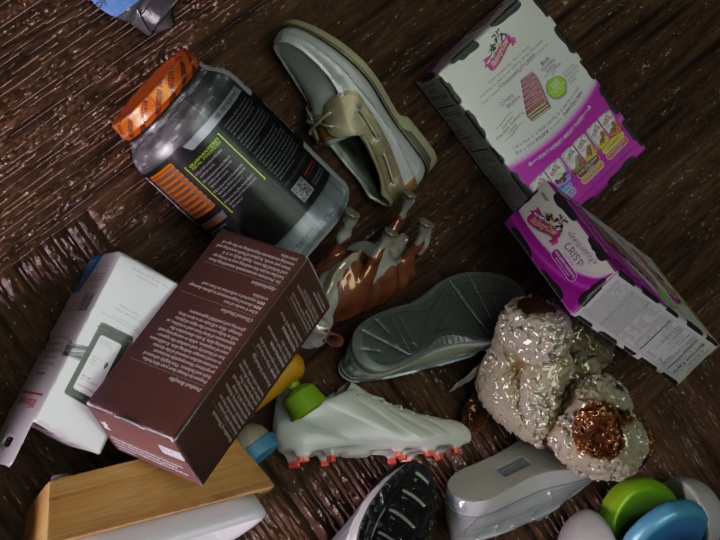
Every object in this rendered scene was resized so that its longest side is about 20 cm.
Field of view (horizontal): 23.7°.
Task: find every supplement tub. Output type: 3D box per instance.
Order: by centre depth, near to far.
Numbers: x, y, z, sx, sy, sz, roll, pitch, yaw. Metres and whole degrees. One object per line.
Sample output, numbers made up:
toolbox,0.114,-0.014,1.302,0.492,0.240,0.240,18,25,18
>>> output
supplement tub,-0.117,-0.096,1.528,0.200,0.122,0.123,44,73,-16

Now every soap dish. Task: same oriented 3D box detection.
soap dish,-0.190,0.209,1.474,0.199,0.157,0.082,-12,76,-23

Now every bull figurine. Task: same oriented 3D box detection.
bull figurine,0.000,0.000,1.551,0.065,0.200,0.122,36,115,12

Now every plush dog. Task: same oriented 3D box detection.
plush dog,0.196,0.132,1.616,0.172,0.200,0.161,40,99,25

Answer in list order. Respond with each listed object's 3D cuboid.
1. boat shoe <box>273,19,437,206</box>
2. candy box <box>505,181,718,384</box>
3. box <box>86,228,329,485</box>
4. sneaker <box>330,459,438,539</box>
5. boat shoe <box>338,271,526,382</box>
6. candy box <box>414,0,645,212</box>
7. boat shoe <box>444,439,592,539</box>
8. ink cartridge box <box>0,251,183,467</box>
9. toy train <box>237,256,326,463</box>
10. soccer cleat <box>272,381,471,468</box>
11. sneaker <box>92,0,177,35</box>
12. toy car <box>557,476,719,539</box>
boat shoe,-0.014,-0.145,1.599,0.200,0.075,0.068,45,67,-16
candy box,0.240,0.013,1.621,0.061,0.137,0.200,-44,137,14
box,-0.123,0.069,1.425,0.200,0.100,0.075,-53,142,-27
sneaker,-0.003,0.259,1.581,0.074,0.079,0.201,40,79,-26
boat shoe,0.071,0.057,1.640,0.201,0.065,0.075,-22,77,-28
candy box,0.167,-0.153,1.682,0.136,0.061,0.200,-42,104,-18
boat shoe,0.165,0.214,1.666,0.199,0.072,0.069,-21,129,-37
ink cartridge box,-0.238,0.089,1.473,0.068,0.116,0.201,30,78,-17
toy train,-0.070,0.084,1.547,0.200,0.085,0.116,-36,85,-25
soccer cleat,0.013,0.142,1.605,0.199,0.069,0.078,1,73,-24
sneaker,-0.161,-0.305,1.540,0.111,0.077,0.201,33,80,-12
toy car,0.300,0.301,1.672,0.174,0.150,0.201,-14,93,-22
